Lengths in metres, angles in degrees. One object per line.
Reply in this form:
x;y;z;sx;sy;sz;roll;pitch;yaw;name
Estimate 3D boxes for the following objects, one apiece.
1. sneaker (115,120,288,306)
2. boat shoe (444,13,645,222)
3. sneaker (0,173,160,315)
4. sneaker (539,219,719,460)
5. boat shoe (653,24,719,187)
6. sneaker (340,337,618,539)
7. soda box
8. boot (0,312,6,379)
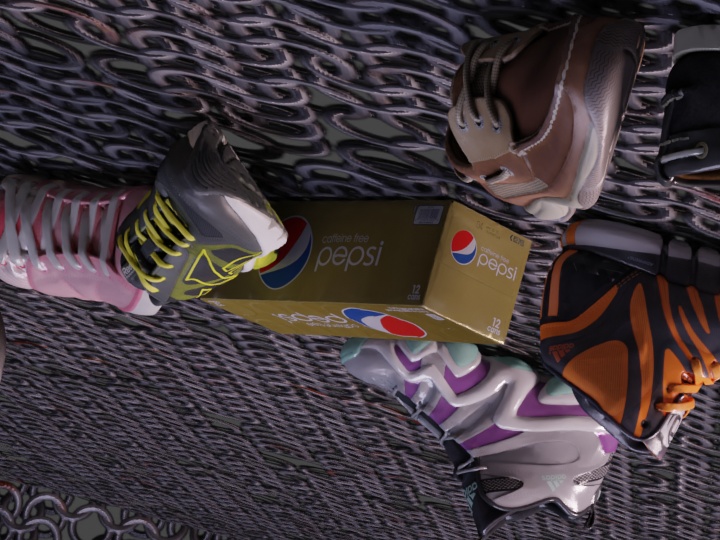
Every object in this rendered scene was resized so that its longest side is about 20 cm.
-0.091;-0.018;1.516;0.075;0.085;0.200;56;174;11;sneaker
0.071;-0.065;1.178;0.072;0.076;0.200;18;167;-1;boat shoe
-0.172;-0.018;1.698;0.104;0.076;0.200;13;174;-15;sneaker
0.189;0.051;1.464;0.199;0.112;0.078;13;168;10;sneaker
0.215;-0.045;1.102;0.199;0.068;0.072;11;166;15;boat shoe
0.071;0.123;1.880;0.199;0.140;0.078;13;169;7;sneaker
0.000;0.000;1.593;0.068;0.064;0.200;25;165;-38;soda box
-0.310;0.023;1.811;0.068;0.189;0.200;-8;-177;-36;boot
